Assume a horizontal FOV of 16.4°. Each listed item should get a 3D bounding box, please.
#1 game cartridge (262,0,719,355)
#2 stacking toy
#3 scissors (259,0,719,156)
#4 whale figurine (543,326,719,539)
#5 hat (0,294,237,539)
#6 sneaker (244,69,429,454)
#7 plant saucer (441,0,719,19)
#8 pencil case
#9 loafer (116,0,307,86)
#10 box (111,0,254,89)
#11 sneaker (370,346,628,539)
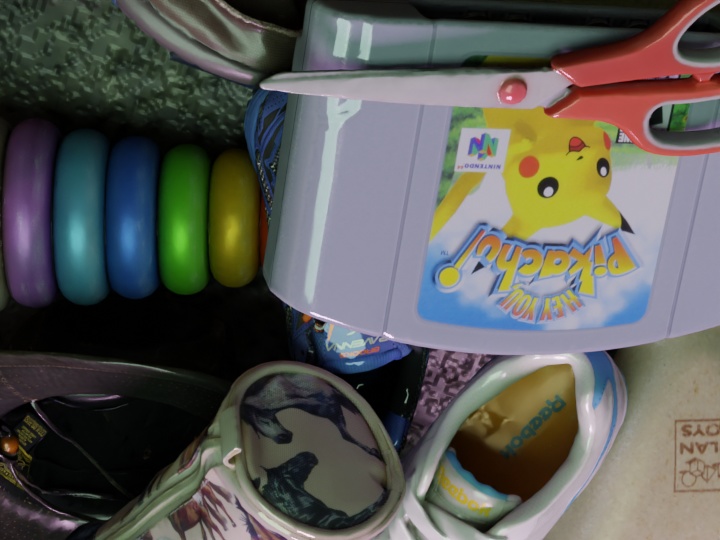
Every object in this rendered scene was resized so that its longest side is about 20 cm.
[{"bbox_3d":[0.067,-0.034,0.932,0.200,0.040,0.133,0,117,-19],"label":"game cartridge"},{"bbox_3d":[-0.069,-0.024,1.054,0.200,0.085,0.085,0,120,1],"label":"stacking toy"},{"bbox_3d":[0.065,-0.059,0.891,0.200,0.014,0.073,-13,129,-9],"label":"scissors"},{"bbox_3d":[0.128,0.079,1.084,0.159,0.104,0.200,-2,99,-16],"label":"whale figurine"},{"bbox_3d":[-0.102,0.059,1.091,0.200,0.081,0.201,8,145,6],"label":"hat"},{"bbox_3d":[0.000,0.000,0.981,0.075,0.078,0.200,-10,134,2],"label":"sneaker"},{"bbox_3d":[0.124,-0.099,0.969,0.200,0.048,0.200,-18,118,-11],"label":"plant saucer"},{"bbox_3d":[-0.060,0.105,1.001,0.089,0.078,0.200,2,153,-29],"label":"pencil case"},{"bbox_3d":[-0.078,-0.156,0.952,0.200,0.073,0.071,48,120,-2],"label":"loafer"},{"bbox_3d":[0.004,-0.118,1.014,0.200,0.032,0.121,21,120,-4],"label":"box"},{"bbox_3d":[0.030,0.105,0.996,0.076,0.081,0.200,35,90,10],"label":"sneaker"}]
